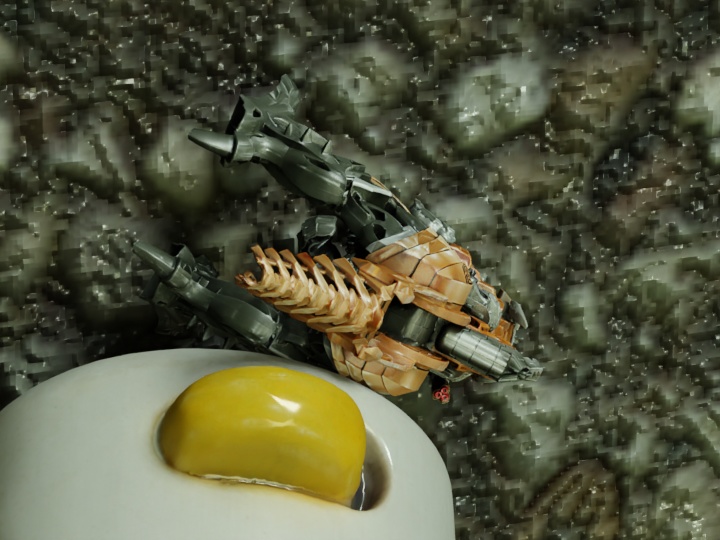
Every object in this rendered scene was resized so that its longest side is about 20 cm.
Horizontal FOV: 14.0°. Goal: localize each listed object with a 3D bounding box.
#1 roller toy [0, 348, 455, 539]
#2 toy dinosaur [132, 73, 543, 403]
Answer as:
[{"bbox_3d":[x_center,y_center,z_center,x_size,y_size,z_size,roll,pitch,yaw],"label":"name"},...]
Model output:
[{"bbox_3d":[-0.057,0.116,1.034,0.182,0.140,0.200,-15,143,20],"label":"roller toy"},{"bbox_3d":[0.000,0.000,1.045,0.102,0.136,0.200,-55,162,-14],"label":"toy dinosaur"}]
